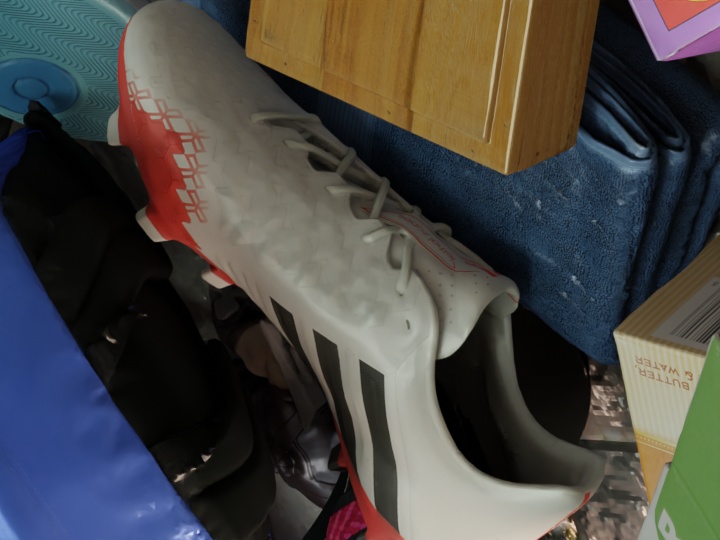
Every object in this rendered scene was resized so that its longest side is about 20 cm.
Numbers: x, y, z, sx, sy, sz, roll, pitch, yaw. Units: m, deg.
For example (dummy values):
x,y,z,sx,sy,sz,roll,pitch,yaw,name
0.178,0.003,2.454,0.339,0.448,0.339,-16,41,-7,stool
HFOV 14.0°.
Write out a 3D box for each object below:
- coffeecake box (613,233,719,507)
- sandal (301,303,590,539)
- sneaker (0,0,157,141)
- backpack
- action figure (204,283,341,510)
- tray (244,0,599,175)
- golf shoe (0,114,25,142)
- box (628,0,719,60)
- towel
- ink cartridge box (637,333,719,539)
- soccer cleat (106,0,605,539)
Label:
x,y,z,sx,sy,sz,roll,pitch,yaw,name
0.168,0.098,0.836,0.153,0.073,0.201,15,131,40,coffeecake box
0.018,0.088,0.965,0.075,0.045,0.200,19,123,-16,sandal
-0.127,-0.136,0.971,0.200,0.131,0.079,33,135,-30,sneaker
-0.112,0.063,0.891,0.163,0.168,0.200,52,179,-10,backpack
-0.041,0.048,1.042,0.200,0.069,0.131,1,114,44,action figure
0.024,-0.136,0.785,0.098,0.037,0.201,26,122,32,tray
-0.152,-0.062,1.058,0.088,0.077,0.201,-127,32,-71,golf shoe
0.085,-0.166,0.652,0.137,0.039,0.201,-28,83,35,box
0.019,-0.059,0.891,0.200,0.049,0.112,37,143,21,towel
0.116,0.109,0.757,0.200,0.059,0.104,102,147,-48,ink cartridge box
0.000,0.000,0.876,0.085,0.069,0.200,-24,99,40,soccer cleat
